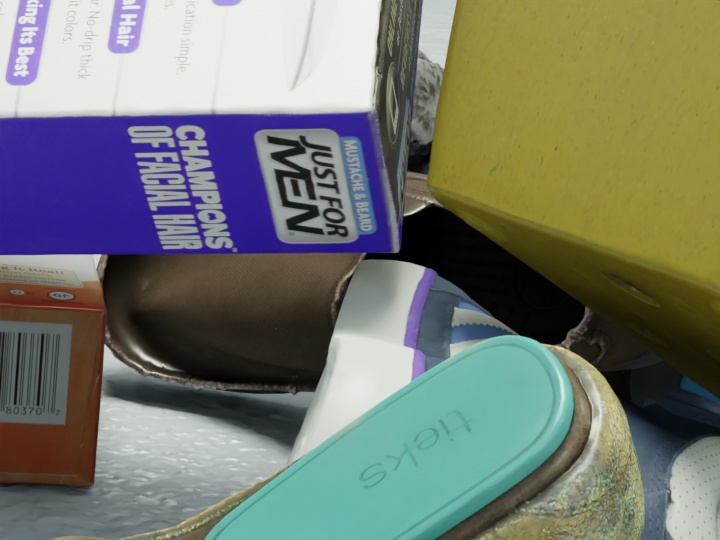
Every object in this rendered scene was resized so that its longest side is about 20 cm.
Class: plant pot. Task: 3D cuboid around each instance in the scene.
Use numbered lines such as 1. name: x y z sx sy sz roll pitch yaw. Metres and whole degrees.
1. plant pot: 0.134 -0.051 0.716 0.200 0.177 0.200 34 -5 -33

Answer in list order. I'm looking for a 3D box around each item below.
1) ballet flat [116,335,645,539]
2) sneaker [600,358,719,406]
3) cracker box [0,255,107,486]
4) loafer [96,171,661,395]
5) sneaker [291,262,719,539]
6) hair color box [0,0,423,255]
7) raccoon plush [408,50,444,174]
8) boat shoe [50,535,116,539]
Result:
1. ballet flat: -0.030 0.083 0.608 0.199 0.071 0.071 -28 16 2
2. sneaker: 0.153 0.012 0.959 0.199 0.074 0.082 -6 19 -37
3. cracker box: -0.152 0.006 0.909 0.133 0.058 0.200 3 14 -11
4. loafer: 0.000 0.000 0.885 0.199 0.074 0.071 -5 0 25
5. sneaker: 0.055 0.061 0.740 0.146 0.081 0.200 20 5 -1
6. hair color box: -0.086 -0.063 0.764 0.199 0.065 0.110 -1 53 10
7. raccoon plush: 0.031 -0.025 1.081 0.199 0.097 0.134 17 -1 -24
8. boat shoe: 0.008 0.108 0.546 0.199 0.072 0.076 22 8 -31
